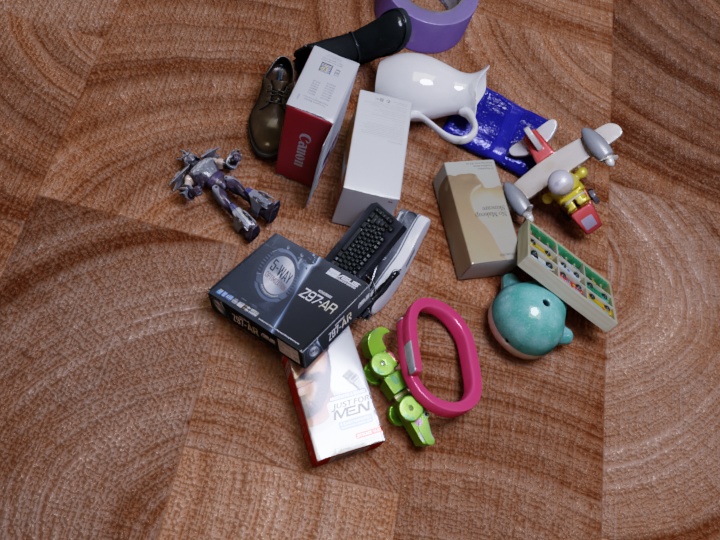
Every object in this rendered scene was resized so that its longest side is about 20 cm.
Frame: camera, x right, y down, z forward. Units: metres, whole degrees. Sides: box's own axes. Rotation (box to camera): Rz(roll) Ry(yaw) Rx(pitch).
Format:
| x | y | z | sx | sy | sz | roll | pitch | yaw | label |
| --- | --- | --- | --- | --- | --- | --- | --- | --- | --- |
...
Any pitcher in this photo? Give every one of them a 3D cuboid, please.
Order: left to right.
| x | y | z | sx | sy | sz | roll | pitch | yaw | label |
| --- | --- | --- | --- | --- | --- | --- | --- | --- | --- |
| 0.124 | -0.311 | 1.301 | 0.199 | 0.121 | 0.172 | 9 | 60 | 7 | pitcher |

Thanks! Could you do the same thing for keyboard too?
| x | y | z | sx | sy | sz | roll | pitch | yaw | label |
| --- | --- | --- | --- | --- | --- | --- | --- | --- | --- |
| 0.000 | 0.000 | 1.142 | 0.127 | 0.021 | 0.200 | 41 | 96 | 20 | keyboard |

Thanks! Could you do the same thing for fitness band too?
| x | y | z | sx | sy | sz | roll | pitch | yaw | label |
| --- | --- | --- | --- | --- | --- | --- | --- | --- | --- |
| 0.125 | 0.136 | 1.131 | 0.143 | 0.037 | 0.201 | 20 | 47 | -28 | fitness band |

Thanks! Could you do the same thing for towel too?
| x | y | z | sx | sy | sz | roll | pitch | yaw | label |
| --- | --- | --- | --- | --- | --- | --- | --- | --- | --- |
| 0.269 | -0.277 | 1.373 | 0.199 | 0.050 | 0.148 | 26 | 63 | -1 | towel |

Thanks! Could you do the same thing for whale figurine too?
| x | y | z | sx | sy | sz | roll | pitch | yaw | label |
| --- | --- | --- | --- | --- | --- | --- | --- | --- | --- |
| 0.307 | 0.057 | 1.204 | 0.200 | 0.104 | 0.159 | -37 | 78 | -32 | whale figurine |

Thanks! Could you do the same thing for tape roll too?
| x | y | z | sx | sy | sz | roll | pitch | yaw | label |
| --- | --- | --- | --- | --- | --- | --- | --- | --- | --- |
| 0.133 | -0.547 | 1.442 | 0.199 | 0.085 | 0.201 | 5 | 67 | -11 | tape roll |

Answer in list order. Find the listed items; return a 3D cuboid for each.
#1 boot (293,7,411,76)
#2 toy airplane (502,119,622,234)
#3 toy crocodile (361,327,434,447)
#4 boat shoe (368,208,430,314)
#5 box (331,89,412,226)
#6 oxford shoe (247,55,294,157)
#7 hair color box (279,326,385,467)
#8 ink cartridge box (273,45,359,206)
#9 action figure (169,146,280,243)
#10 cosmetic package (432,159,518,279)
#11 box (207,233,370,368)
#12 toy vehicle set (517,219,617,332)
| x | y | z | sx | sy | sz | roll | pitch | yaw | label |
| --- | --- | --- | --- | --- | --- | --- | --- | --- | --- |
| -0.021 | -0.405 | 1.288 | 0.162 | 0.198 | 0.074 | -22 | 98 | -31 | boot |
| 0.350 | -0.174 | 1.271 | 0.198 | 0.141 | 0.201 | 12 | 105 | 10 | toy airplane |
| 0.058 | 0.183 | 1.111 | 0.062 | 0.068 | 0.201 | -26 | 74 | -23 | toy crocodile |
| 0.045 | -0.020 | 1.197 | 0.067 | 0.072 | 0.201 | 25 | 69 | 13 | boat shoe |
| 0.019 | -0.187 | 1.234 | 0.097 | 0.125 | 0.201 | 12 | 64 | -7 | box |
| -0.157 | -0.295 | 1.264 | 0.072 | 0.084 | 0.201 | 8 | 67 | -11 | oxford shoe |
| -0.047 | 0.183 | 1.090 | 0.110 | 0.064 | 0.201 | -13 | 69 | -17 | hair color box |
| -0.083 | -0.233 | 1.187 | 0.083 | 0.200 | 0.176 | 21 | 62 | -2 | ink cartridge box |
| -0.229 | -0.142 | 1.189 | 0.200 | 0.069 | 0.130 | 40 | 69 | 9 | action figure |
| 0.205 | -0.092 | 1.264 | 0.105 | 0.071 | 0.201 | -7 | 68 | -16 | cosmetic package |
| -0.109 | 0.041 | 1.100 | 0.199 | 0.044 | 0.160 | 29 | 55 | 27 | box |
| 0.351 | 0.007 | 1.216 | 0.200 | 0.027 | 0.125 | 35 | 33 | -11 | toy vehicle set |
